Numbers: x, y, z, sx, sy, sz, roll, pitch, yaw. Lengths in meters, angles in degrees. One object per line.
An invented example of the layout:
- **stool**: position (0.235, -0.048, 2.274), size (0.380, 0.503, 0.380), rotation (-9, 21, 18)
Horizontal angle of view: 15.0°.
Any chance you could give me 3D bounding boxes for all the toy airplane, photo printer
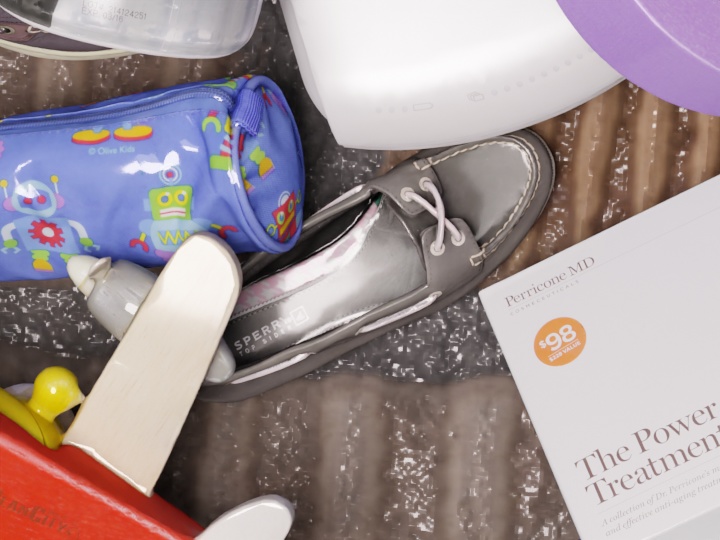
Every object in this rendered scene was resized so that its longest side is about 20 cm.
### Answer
- **toy airplane**: position (-0.128, 0.093, 1.189), size (0.200, 0.141, 0.199), rotation (-19, 113, -5)
- **photo printer**: position (0.038, -0.158, 1.210), size (0.166, 0.069, 0.200), rotation (-16, 88, 7)

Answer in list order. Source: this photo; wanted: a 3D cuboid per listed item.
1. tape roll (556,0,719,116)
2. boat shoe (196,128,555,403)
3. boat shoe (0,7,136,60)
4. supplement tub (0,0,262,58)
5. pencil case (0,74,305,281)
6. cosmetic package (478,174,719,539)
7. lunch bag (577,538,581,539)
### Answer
- **tape roll**: position (0.172, -0.168, 1.159), size (0.200, 0.066, 0.200), rotation (2, 82, -17)
- **boat shoe**: position (0.000, 0.000, 1.227), size (0.200, 0.057, 0.067), rotation (-32, 86, 6)
- **boat shoe**: position (-0.171, -0.139, 1.240), size (0.200, 0.065, 0.072), rotation (12, 92, 6)
- **supplement tub**: position (-0.083, -0.199, 1.139), size (0.122, 0.123, 0.200), rotation (16, 107, 6)
- **pencil case**: position (-0.126, -0.040, 1.215), size (0.200, 0.087, 0.078), rotation (-6, 47, 16)
- **cosmetic package**: position (0.169, 0.034, 1.178), size (0.200, 0.052, 0.151), rotation (-26, 53, 7)
- **lunch bag**: position (0.209, 0.165, 1.181), size (0.170, 0.127, 0.200), rotation (-28, 76, 6)
